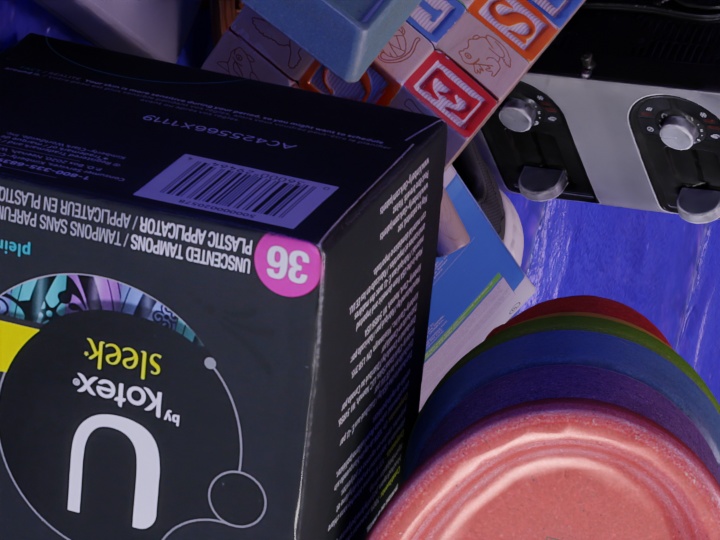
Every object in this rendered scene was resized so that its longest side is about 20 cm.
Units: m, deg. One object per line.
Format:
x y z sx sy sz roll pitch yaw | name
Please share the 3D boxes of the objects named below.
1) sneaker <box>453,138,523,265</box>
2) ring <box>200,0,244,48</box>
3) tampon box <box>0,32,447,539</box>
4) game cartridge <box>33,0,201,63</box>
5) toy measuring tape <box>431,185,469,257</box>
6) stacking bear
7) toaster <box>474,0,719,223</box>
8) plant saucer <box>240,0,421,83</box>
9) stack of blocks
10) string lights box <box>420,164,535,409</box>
0.033 0.016 1.294 0.085 0.074 0.201 65 16 -44 | sneaker
-0.022 -0.150 1.108 0.200 0.019 0.202 12 90 -72 | ring
-0.068 0.051 0.874 0.126 0.149 0.201 -44 143 -64 | tampon box
-0.065 -0.173 0.928 0.133 0.041 0.201 42 62 -75 | game cartridge
-0.040 0.012 0.962 0.200 0.073 0.074 -19 -132 58 | toy measuring tape
0.067 0.065 0.911 0.200 0.121 0.114 -70 175 -74 | stacking bear
0.146 -0.121 1.373 0.201 0.180 0.119 -64 149 -33 | toaster
0.010 -0.134 0.975 0.019 0.070 0.200 -52 -179 40 | plant saucer
0.017 -0.109 1.017 0.059 0.115 0.200 -51 180 39 | stack of blocks
0.000 0.000 1.145 0.103 0.059 0.200 -45 159 -2 | string lights box
